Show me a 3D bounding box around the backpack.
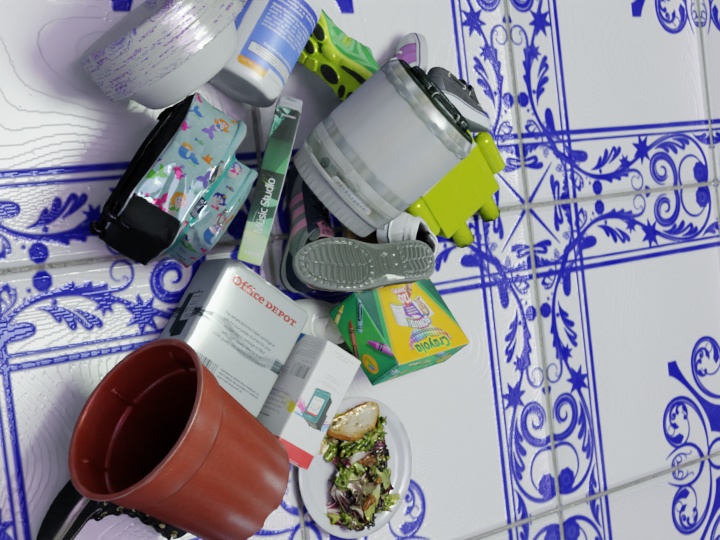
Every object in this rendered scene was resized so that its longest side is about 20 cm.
[{"bbox_3d":[-0.215,-0.109,1.428,0.150,0.178,0.200,28,68,-16],"label":"backpack"}]

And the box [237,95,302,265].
[{"bbox_3d":[-0.115,-0.118,1.498,0.036,0.144,0.200,13,102,-5],"label":"box"}]

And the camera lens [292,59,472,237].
[{"bbox_3d":[0.032,-0.161,1.527,0.200,0.160,0.160,-41,118,11],"label":"camera lens"}]

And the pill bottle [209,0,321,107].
[{"bbox_3d":[-0.119,-0.325,1.541,0.112,0.112,0.200,34,76,-31],"label":"pill bottle"}]

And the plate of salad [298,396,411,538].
[{"bbox_3d":[0.001,0.280,1.663,0.200,0.048,0.200,2,87,-37],"label":"plate of salad"}]

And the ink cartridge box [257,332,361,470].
[{"bbox_3d":[-0.097,0.184,1.542,0.067,0.116,0.200,36,76,-34],"label":"ink cartridge box"}]

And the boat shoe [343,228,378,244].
[{"bbox_3d":[0.011,-0.075,1.683,0.073,0.063,0.200,23,70,-7],"label":"boat shoe"}]

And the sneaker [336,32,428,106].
[{"bbox_3d":[0.028,-0.275,1.690,0.114,0.073,0.201,22,63,-15],"label":"sneaker"}]

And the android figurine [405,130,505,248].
[{"bbox_3d":[0.138,-0.134,1.761,0.182,0.041,0.200,-42,123,-18],"label":"android figurine"}]

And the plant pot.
[{"bbox_3d":[-0.196,0.213,1.363,0.195,0.201,0.201,42,64,-39],"label":"plant pot"}]

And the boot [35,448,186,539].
[{"bbox_3d":[-0.282,0.293,1.430,0.154,0.073,0.204,47,58,-22],"label":"boot"}]

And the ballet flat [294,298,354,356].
[{"bbox_3d":[-0.018,0.090,1.644,0.200,0.069,0.070,27,73,-33],"label":"ballet flat"}]

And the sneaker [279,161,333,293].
[{"bbox_3d":[-0.060,-0.069,1.607,0.070,0.082,0.200,6,84,-33],"label":"sneaker"}]

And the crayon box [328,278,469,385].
[{"bbox_3d":[0.057,0.081,1.639,0.200,0.058,0.119,-11,65,-56],"label":"crayon box"}]

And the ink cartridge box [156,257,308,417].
[{"bbox_3d":[-0.178,0.103,1.513,0.147,0.083,0.200,39,68,-29],"label":"ink cartridge box"}]

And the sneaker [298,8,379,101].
[{"bbox_3d":[-0.035,-0.297,1.625,0.200,0.074,0.084,51,24,7],"label":"sneaker"}]

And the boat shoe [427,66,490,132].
[{"bbox_3d":[0.143,-0.253,1.741,0.200,0.070,0.066,16,80,-59],"label":"boat shoe"}]

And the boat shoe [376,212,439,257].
[{"bbox_3d":[0.078,-0.029,1.665,0.200,0.065,0.074,42,64,-67],"label":"boat shoe"}]

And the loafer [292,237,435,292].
[{"bbox_3d":[0.000,0.000,1.559,0.200,0.070,0.075,1,72,-24],"label":"loafer"}]

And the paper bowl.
[{"bbox_3d":[-0.229,-0.272,1.415,0.201,0.201,0.104,-50,115,-27],"label":"paper bowl"}]
